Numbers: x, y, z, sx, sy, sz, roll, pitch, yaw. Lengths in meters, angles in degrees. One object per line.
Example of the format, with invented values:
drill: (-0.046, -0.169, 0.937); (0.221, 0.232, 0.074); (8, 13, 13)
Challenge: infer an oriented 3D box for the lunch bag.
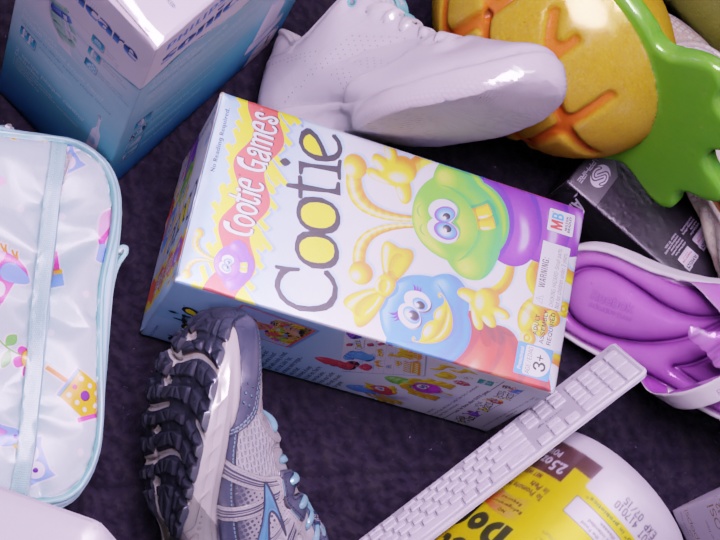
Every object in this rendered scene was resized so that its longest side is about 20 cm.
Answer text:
lunch bag: (-0.195, 0.021, 0.854); (0.158, 0.077, 0.203); (7, 72, -15)

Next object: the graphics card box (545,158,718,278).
graphics card box: (0.216, -0.022, 1.005); (0.200, 0.051, 0.126); (40, 68, -3)

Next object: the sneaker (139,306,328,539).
sneaker: (-0.060, 0.115, 0.855); (0.085, 0.077, 0.203); (-1, 103, -28)

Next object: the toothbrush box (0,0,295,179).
toothbrush box: (-0.095, -0.142, 0.866); (0.085, 0.200, 0.146); (45, 68, 0)

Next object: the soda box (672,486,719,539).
soda box: (0.279, 0.119, 0.973); (0.198, 0.068, 0.064); (-21, 81, -21)

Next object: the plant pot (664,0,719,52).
plant pot: (0.303, -0.131, 1.010); (0.187, 0.187, 0.201); (-40, 103, -23)

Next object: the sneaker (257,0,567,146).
sneaker: (0.018, -0.109, 0.894); (0.075, 0.198, 0.090); (15, 75, -47)

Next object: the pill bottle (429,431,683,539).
pill bottle: (0.064, 0.180, 0.868); (0.200, 0.109, 0.109); (-41, 89, -23)

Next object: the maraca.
maraca: (0.118, -0.110, 0.918); (0.199, 0.138, 0.107); (38, 63, 18)

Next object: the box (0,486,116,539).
box: (-0.181, 0.201, 0.715); (0.170, 0.200, 0.201); (15, 66, 23)

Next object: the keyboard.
keyboard: (0.058, 0.105, 0.880); (0.199, 0.056, 0.011); (-38, 98, 0)

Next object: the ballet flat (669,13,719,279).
ballet flat: (0.203, -0.065, 0.953); (0.067, 0.062, 0.202); (-22, 80, -21)

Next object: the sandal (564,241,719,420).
sandal: (0.178, 0.040, 0.918); (0.050, 0.201, 0.084); (-8, 109, -53)

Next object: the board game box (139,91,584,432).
board game box: (0.000, 0.000, 0.904); (0.198, 0.105, 0.104); (17, 70, -12)
